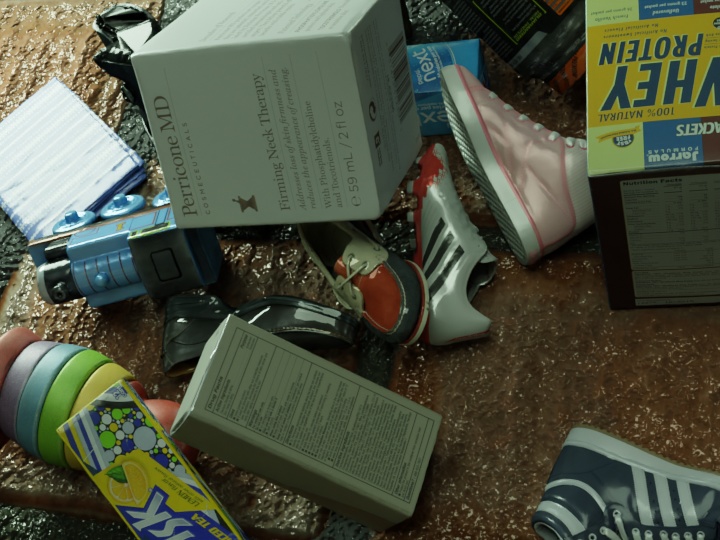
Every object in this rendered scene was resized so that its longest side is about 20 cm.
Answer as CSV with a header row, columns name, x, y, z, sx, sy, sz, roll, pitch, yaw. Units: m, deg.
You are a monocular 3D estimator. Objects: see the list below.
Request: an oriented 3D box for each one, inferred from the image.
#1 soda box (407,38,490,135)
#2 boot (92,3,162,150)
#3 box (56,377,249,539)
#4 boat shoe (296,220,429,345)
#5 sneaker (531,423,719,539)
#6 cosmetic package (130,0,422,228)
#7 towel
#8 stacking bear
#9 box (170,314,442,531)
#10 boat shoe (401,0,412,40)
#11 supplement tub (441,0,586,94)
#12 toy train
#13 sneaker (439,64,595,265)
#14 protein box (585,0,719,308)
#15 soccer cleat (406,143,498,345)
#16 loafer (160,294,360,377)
name,x,y,z,sx,sy,sz,roll,pitch,yaw
soda box,0.027,-0.177,1.288,0.197,0.068,0.065,-3,57,15
boot,-0.190,-0.157,1.280,0.076,0.169,0.201,-32,55,-6
box,-0.159,0.189,1.055,0.070,0.064,0.201,-37,88,-8
boat shoe,0.000,0.000,1.150,0.072,0.062,0.200,-60,33,17
sneaker,0.225,0.200,0.983,0.198,0.070,0.109,19,60,34
cosmetic package,-0.066,-0.149,1.149,0.197,0.169,0.167,-2,27,19
towel,-0.330,-0.113,1.389,0.145,0.024,0.200,-42,55,-8
stacking bear,-0.234,0.133,1.145,0.197,0.115,0.122,18,29,14
box,-0.044,0.126,1.048,0.198,0.078,0.096,27,62,-9
boat shoe,-0.006,-0.256,1.286,0.073,0.200,0.077,-15,93,21
supplement tub,0.152,-0.272,1.235,0.200,0.122,0.123,43,74,-3
toy train,-0.223,-0.019,1.235,0.197,0.088,0.115,-14,25,8
sneaker,0.152,-0.113,1.188,0.104,0.075,0.202,-25,76,-3
protein box,0.265,-0.106,1.089,0.133,0.201,0.201,-3,57,14
soccer cleat,0.084,-0.025,1.179,0.084,0.069,0.203,0,61,6
loafer,-0.093,0.066,1.174,0.197,0.073,0.073,-2,66,27
